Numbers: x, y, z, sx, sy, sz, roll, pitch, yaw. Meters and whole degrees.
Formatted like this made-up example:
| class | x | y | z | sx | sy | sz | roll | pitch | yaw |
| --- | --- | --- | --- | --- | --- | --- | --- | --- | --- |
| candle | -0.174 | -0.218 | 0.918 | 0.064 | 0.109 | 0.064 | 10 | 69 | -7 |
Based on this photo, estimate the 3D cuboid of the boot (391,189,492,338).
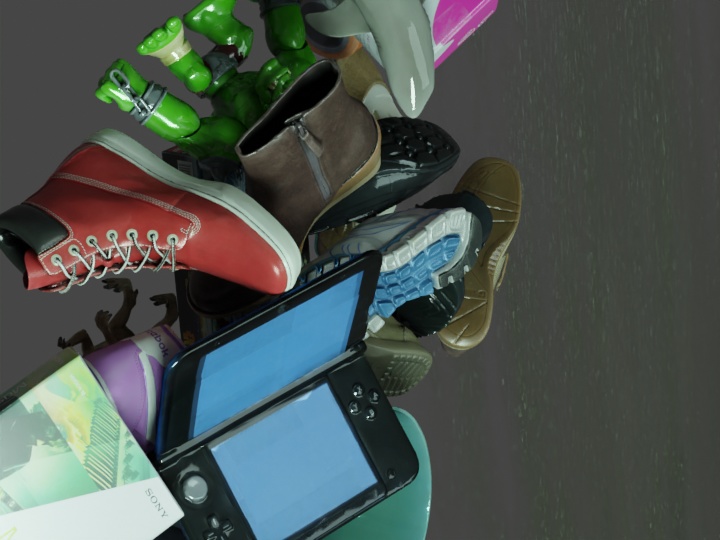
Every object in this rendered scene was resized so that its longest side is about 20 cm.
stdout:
| class | x | y | z | sx | sy | sz | roll | pitch | yaw |
| --- | --- | --- | --- | --- | --- | --- | --- | --- | --- |
| boot | 0.066 | -0.013 | 1.708 | 0.168 | 0.076 | 0.200 | -55 | -176 | -31 |

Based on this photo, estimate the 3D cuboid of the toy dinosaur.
| class | x | y | z | sx | sy | sz | roll | pitch | yaw |
| --- | --- | --- | --- | --- | --- | --- | --- | --- | --- |
| toy dinosaur | -0.174 | 0.060 | 1.465 | 0.199 | 0.058 | 0.102 | -17 | 126 | -43 |

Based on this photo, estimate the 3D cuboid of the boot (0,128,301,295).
| class | x | y | z | sx | sy | sz | roll | pitch | yaw |
| --- | --- | --- | --- | --- | --- | --- | --- | --- | --- |
| boot | -0.153 | -0.010 | 1.340 | 0.144 | 0.199 | 0.073 | -46 | 154 | -40 |

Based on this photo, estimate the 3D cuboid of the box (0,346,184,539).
| class | x | y | z | sx | sy | sz | roll | pitch | yaw |
| --- | --- | --- | --- | --- | --- | --- | --- | --- | --- |
| box | -0.237 | 0.167 | 1.296 | 0.200 | 0.036 | 0.145 | -37 | 113 | -16 |

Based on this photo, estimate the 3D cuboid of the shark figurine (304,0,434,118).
| class | x | y | z | sx | sy | sz | roll | pitch | yaw |
| --- | --- | --- | --- | --- | --- | --- | --- | --- | --- |
| shark figurine | -0.019 | -0.220 | 1.381 | 0.129 | 0.214 | 0.090 | -60 | -179 | -4 |

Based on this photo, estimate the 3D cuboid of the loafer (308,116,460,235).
| class | x | y | z | sx | sy | sz | roll | pitch | yaw |
| --- | --- | --- | --- | --- | --- | --- | --- | --- | --- |
| loafer | 0.001 | -0.077 | 1.587 | 0.200 | 0.068 | 0.071 | -21 | 149 | -41 |

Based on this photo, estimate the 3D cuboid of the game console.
| class | x | y | z | sx | sy | sz | roll | pitch | yaw |
| --- | --- | --- | --- | --- | --- | --- | --- | --- | --- |
| game console | -0.043 | 0.109 | 1.379 | 0.199 | 0.118 | 0.171 | -28 | 90 | -31 |

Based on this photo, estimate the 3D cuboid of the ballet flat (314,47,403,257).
| class | x | y | z | sx | sy | sz | roll | pitch | yaw |
| --- | --- | --- | --- | --- | --- | --- | --- | --- | --- |
| ballet flat | 0.005 | -0.097 | 1.665 | 0.068 | 0.072 | 0.201 | -1 | 99 | -57 |

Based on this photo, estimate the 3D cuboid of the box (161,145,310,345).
| class | x | y | z | sx | sy | sz | roll | pitch | yaw |
| --- | --- | --- | --- | --- | --- | --- | --- | --- | --- |
| box | -0.096 | -0.019 | 1.561 | 0.137 | 0.040 | 0.201 | -29 | 122 | -49 |

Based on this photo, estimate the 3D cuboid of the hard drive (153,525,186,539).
| class | x | y | z | sx | sy | sz | roll | pitch | yaw |
| --- | --- | --- | --- | --- | --- | --- | --- | --- | --- |
| hard drive | -0.120 | 0.285 | 1.491 | 0.042 | 0.134 | 0.201 | -57 | 161 | -47 |

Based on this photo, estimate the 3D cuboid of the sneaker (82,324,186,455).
| class | x | y | z | sx | sy | sz | roll | pitch | yaw |
| --- | --- | --- | --- | --- | --- | --- | --- | --- | --- |
| sneaker | -0.154 | 0.121 | 1.420 | 0.114 | 0.073 | 0.201 | -30 | 148 | -26 |

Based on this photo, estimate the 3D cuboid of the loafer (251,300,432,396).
| class | x | y | z | sx | sy | sz | roll | pitch | yaw |
| --- | --- | --- | --- | --- | --- | --- | --- | --- | --- |
| loafer | -0.028 | 0.060 | 1.593 | 0.199 | 0.068 | 0.076 | 17 | 119 | -45 |

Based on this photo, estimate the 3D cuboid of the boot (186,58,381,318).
| class | x | y | z | sx | sy | sz | roll | pitch | yaw |
| --- | --- | --- | --- | --- | --- | --- | --- | --- | --- |
| boot | -0.072 | -0.060 | 1.417 | 0.200 | 0.072 | 0.166 | -44 | 158 | -3 |

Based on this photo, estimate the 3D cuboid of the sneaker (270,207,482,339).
| class | x | y | z | sx | sy | sz | roll | pitch | yaw |
| --- | --- | --- | --- | --- | --- | --- | --- | --- | --- |
| sneaker | 0.000 | 0.000 | 1.547 | 0.199 | 0.086 | 0.075 | -23 | 117 | -33 |

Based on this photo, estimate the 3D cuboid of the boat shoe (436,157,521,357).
| class | x | y | z | sx | sy | sz | roll | pitch | yaw |
| --- | --- | --- | --- | --- | --- | --- | --- | --- | --- |
| boat shoe | 0.111 | -0.011 | 1.870 | 0.072 | 0.072 | 0.201 | 98 | 3 | -71 |

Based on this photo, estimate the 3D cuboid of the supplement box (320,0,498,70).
| class | x | y | z | sx | sy | sz | roll | pitch | yaw |
| --- | --- | --- | --- | --- | --- | --- | --- | --- | --- |
| supplement box | 0.005 | -0.247 | 1.475 | 0.101 | 0.200 | 0.103 | -42 | 176 | -2 |

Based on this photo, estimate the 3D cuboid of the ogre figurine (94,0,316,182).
| class | x | y | z | sx | sy | sz | roll | pitch | yaw |
| --- | --- | --- | --- | --- | --- | --- | --- | --- | --- |
| ogre figurine | -0.098 | -0.150 | 1.460 | 0.120 | 0.098 | 0.200 | 51 | 33 | -6 |

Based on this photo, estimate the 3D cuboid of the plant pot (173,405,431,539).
| class | x | y | z | sx | sy | sz | roll | pitch | yaw |
| --- | --- | --- | --- | --- | --- | --- | --- | --- | --- |
| plant pot | -0.060 | 0.195 | 1.561 | 0.200 | 0.160 | 0.202 | -26 | 120 | -55 |

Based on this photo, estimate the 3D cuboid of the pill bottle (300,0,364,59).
| class | x | y | z | sx | sy | sz | roll | pitch | yaw |
| --- | --- | --- | --- | --- | --- | --- | --- | --- | --- |
| pill bottle | 0.020 | -0.258 | 1.611 | 0.200 | 0.106 | 0.107 | -49 | 137 | -38 |
